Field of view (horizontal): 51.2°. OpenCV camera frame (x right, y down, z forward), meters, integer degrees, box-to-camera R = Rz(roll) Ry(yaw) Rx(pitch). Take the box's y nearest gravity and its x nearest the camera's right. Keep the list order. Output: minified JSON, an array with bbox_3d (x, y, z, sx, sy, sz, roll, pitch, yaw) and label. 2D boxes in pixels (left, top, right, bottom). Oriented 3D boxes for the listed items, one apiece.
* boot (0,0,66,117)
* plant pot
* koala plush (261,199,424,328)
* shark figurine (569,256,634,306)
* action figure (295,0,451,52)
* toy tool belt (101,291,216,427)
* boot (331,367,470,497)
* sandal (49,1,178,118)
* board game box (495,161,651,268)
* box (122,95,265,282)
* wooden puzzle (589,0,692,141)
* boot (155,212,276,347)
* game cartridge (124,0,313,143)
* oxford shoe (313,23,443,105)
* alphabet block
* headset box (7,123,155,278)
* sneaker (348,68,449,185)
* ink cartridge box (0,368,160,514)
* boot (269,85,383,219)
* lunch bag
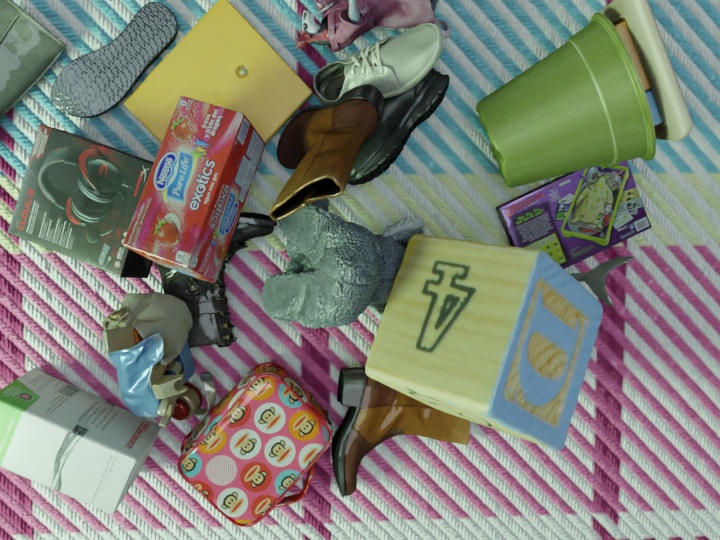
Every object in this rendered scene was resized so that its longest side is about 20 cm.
[{"bbox_3d":[-0.512,-0.270,0.977,0.180,0.073,0.201,33,99,-20],"label":"boot"},{"bbox_3d":[0.260,-0.202,0.996,0.187,0.200,0.203,-23,97,11],"label":"plant pot"},{"bbox_3d":[0.000,0.000,1.000,0.197,0.182,0.181,5,101,-41],"label":"koala plush"},{"bbox_3d":[0.287,0.040,1.052,0.127,0.217,0.089,36,51,21],"label":"shark figurine"},{"bbox_3d":[0.000,-0.346,1.007,0.198,0.135,0.150,-32,128,2],"label":"action figure"},{"bbox_3d":[-0.275,0.137,0.982,0.122,0.123,0.204,-4,117,18],"label":"toy tool belt"},{"bbox_3d":[0.060,0.235,1.085,0.196,0.068,0.193,5,88,-12],"label":"boot"},{"bbox_3d":[-0.324,-0.275,1.010,0.199,0.043,0.076,-41,104,-9],"label":"sandal"},{"bbox_3d":[0.305,-0.076,1.076,0.197,0.032,0.122,-24,101,-2],"label":"board game box"},{"bbox_3d":[-0.205,-0.099,0.945,0.094,0.100,0.204,17,82,13],"label":"box"},{"bbox_3d":[0.352,-0.255,0.976,0.037,0.200,0.188,-23,97,7],"label":"wooden puzzle"},{"bbox_3d":[-0.197,0.017,1.036,0.196,0.069,0.178,-10,99,5],"label":"boot"},{"bbox_3d":[-0.192,-0.235,1.026,0.200,0.032,0.176,-44,97,3],"label":"game cartridge"},{"bbox_3d":[0.018,-0.262,0.974,0.197,0.057,0.077,-17,68,32],"label":"oxford shoe"},{"bbox_3d":[0.157,0.086,0.945,0.194,0.198,0.200,33,74,-42],"label":"alphabet block"},{"bbox_3d":[-0.356,-0.092,0.981,0.197,0.075,0.151,20,93,13],"label":"headset box"},{"bbox_3d":[0.034,-0.206,1.030,0.090,0.076,0.201,38,85,3],"label":"sneaker"},{"bbox_3d":[-0.383,0.222,0.997,0.197,0.146,0.085,26,94,-6],"label":"ink cartridge box"},{"bbox_3d":[-0.063,-0.126,0.932,0.186,0.202,0.069,-15,128,34],"label":"boot"},{"bbox_3d":[-0.136,0.250,1.047,0.200,0.082,0.176,-44,103,0],"label":"lunch bag"}]
